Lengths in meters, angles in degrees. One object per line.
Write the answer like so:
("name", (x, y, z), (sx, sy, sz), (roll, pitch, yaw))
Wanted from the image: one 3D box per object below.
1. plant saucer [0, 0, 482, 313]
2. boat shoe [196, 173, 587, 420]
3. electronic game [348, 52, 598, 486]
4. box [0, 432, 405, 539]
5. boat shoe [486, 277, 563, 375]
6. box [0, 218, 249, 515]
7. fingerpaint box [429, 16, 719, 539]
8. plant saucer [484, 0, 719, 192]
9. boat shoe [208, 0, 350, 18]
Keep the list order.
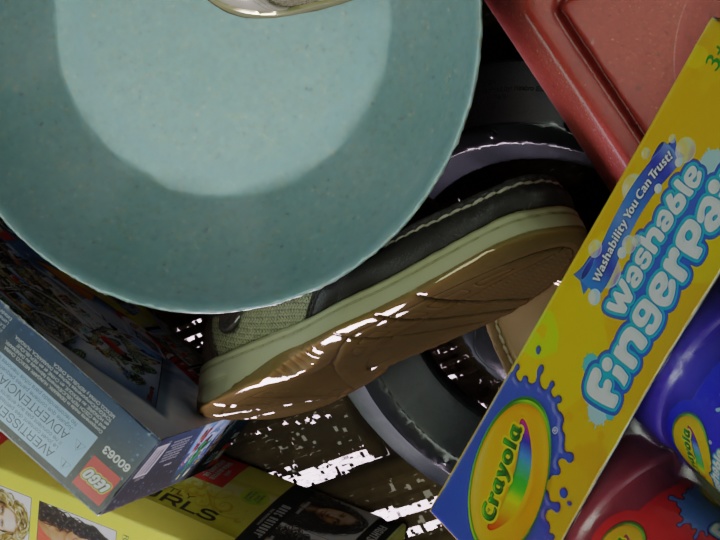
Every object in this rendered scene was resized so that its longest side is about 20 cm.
("plant saucer", (-0.052, -0.087, 0.911), (0.200, 0.039, 0.203), (2, 97, 13))
("boat shoe", (0.000, 0.000, 0.941), (0.200, 0.073, 0.065), (-28, 70, 44))
("electronic game", (0.074, 0.011, 0.998), (0.199, 0.042, 0.201), (9, 120, 16))
("box", (-0.085, 0.109, 1.118), (0.199, 0.075, 0.050), (19, 119, 21))
("boat shoe", (0.111, 0.076, 0.953), (0.074, 0.066, 0.200), (-34, 101, 32))
("box", (-0.118, 0.029, 1.023), (0.136, 0.200, 0.038), (40, 96, 6))
("fingerpaint box", (0.135, 0.050, 0.831), (0.167, 0.073, 0.201), (45, 117, 35))
("plant saucer", (0.162, -0.072, 0.887), (0.199, 0.037, 0.200), (-32, 96, 24))
("boat shoe", (0.036, -0.131, 0.836), (0.199, 0.063, 0.074), (-14, 92, 1))
